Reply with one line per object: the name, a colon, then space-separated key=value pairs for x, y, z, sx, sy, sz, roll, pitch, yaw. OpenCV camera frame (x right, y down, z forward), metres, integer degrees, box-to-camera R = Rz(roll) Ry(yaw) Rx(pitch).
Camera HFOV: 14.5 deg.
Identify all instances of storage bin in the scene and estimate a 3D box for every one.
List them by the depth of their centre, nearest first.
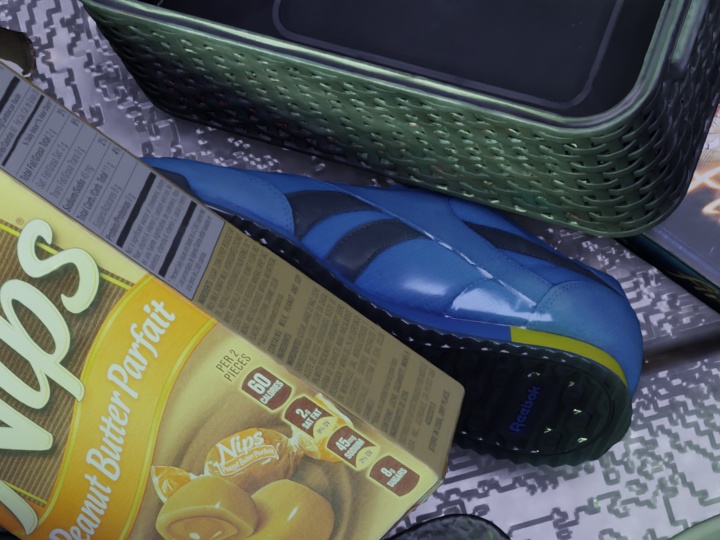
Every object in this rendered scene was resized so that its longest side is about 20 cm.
storage bin: x=0.021 y=-0.107 z=0.914 sx=0.200 sy=0.094 sz=0.135 roll=16 pitch=75 yaw=19

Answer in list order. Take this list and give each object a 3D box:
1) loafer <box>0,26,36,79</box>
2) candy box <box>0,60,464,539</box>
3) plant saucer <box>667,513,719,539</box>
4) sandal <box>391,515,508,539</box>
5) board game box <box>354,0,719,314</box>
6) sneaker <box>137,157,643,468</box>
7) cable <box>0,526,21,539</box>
loafer: x=-0.141 y=-0.055 z=0.952 sx=0.200 sy=0.073 sz=0.071 roll=39 pitch=77 yaw=-6
candy box: x=-0.082 y=0.030 z=0.889 sx=0.200 sy=0.055 sz=0.115 roll=35 pitch=122 yaw=-11
plant saucer: x=0.159 y=0.172 z=0.936 sx=0.200 sy=0.050 sz=0.200 roll=0 pitch=80 yaw=-3
sandal: x=-0.010 y=0.166 z=0.920 sx=0.075 sy=0.048 sz=0.200 roll=39 pitch=81 yaw=4
board game box: x=0.116 y=-0.074 z=0.982 sx=0.200 sy=0.035 sz=0.136 roll=35 pitch=80 yaw=3
sneaker: x=0.000 y=0.000 z=0.940 sx=0.200 sy=0.066 sz=0.078 roll=19 pitch=41 yaw=-13
cable: x=-0.126 y=0.122 z=0.869 sx=0.163 sy=0.200 sz=0.051 roll=37 pitch=110 yaw=-5
